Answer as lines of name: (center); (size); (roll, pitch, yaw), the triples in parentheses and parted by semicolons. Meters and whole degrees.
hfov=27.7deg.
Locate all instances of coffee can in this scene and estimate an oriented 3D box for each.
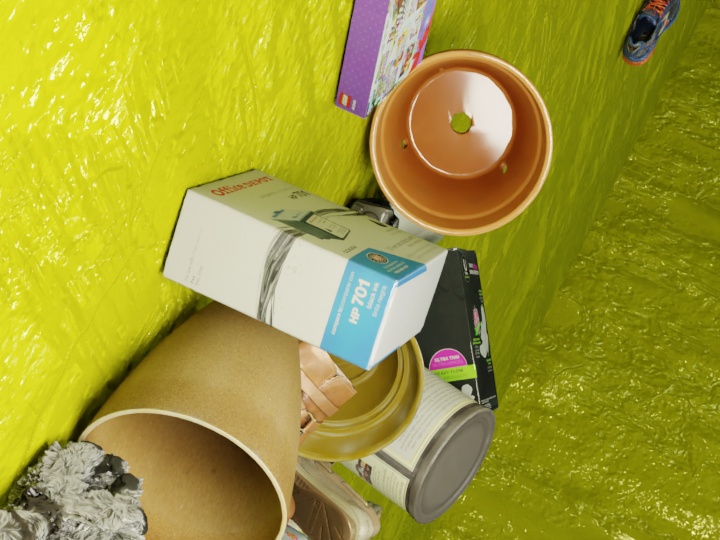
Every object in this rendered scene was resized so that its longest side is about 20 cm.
coffee can: (0.031, 0.166, 1.640); (0.146, 0.199, 0.147); (-40, 149, -31)

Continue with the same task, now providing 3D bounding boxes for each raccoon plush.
raccoon plush: (-0.260, 0.213, 1.149); (0.198, 0.097, 0.135); (-1, 135, -42)

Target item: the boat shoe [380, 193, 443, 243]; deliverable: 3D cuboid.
boat shoe: (0.055, -0.074, 1.780); (0.071, 0.061, 0.202); (-27, 163, 4)

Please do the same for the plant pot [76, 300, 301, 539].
plant pot: (-0.125, 0.121, 1.268); (0.201, 0.184, 0.188); (-68, 173, -48)

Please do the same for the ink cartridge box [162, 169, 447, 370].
ink cartridge box: (-0.045, -0.005, 1.244); (0.146, 0.198, 0.087); (-29, 141, -67)

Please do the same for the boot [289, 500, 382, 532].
boot: (-0.075, 0.332, 1.799); (0.200, 0.153, 0.073); (-52, 161, -42)

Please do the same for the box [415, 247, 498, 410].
box: (0.076, 0.083, 1.784); (0.124, 0.147, 0.203); (7, 75, -75)

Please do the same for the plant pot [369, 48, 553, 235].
plant pot: (0.113, -0.154, 1.629); (0.140, 0.198, 0.202); (-73, -176, -73)

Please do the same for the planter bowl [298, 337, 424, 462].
planter bowl: (-0.029, 0.092, 1.534); (0.084, 0.198, 0.202); (-78, -173, -67)

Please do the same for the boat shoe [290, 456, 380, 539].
boat shoe: (-0.062, 0.232, 1.583); (0.064, 0.200, 0.072); (-7, 129, -49)

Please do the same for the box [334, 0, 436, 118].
box: (0.036, -0.266, 1.427); (0.137, 0.039, 0.202); (-48, 158, -47)

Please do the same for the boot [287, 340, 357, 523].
boot: (-0.071, 0.161, 1.491); (0.154, 0.077, 0.201); (-34, 123, -7)

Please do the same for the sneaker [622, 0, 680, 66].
sneaker: (0.603, -0.518, 3.003); (0.202, 0.075, 0.078); (-64, 163, -10)

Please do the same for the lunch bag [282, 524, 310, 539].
lunch bag: (-0.136, 0.290, 1.494); (0.078, 0.159, 0.200); (-66, 167, 5)

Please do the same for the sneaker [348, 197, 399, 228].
sneaker: (0.000, 0.000, 1.618); (0.115, 0.075, 0.201); (85, 14, -55)
